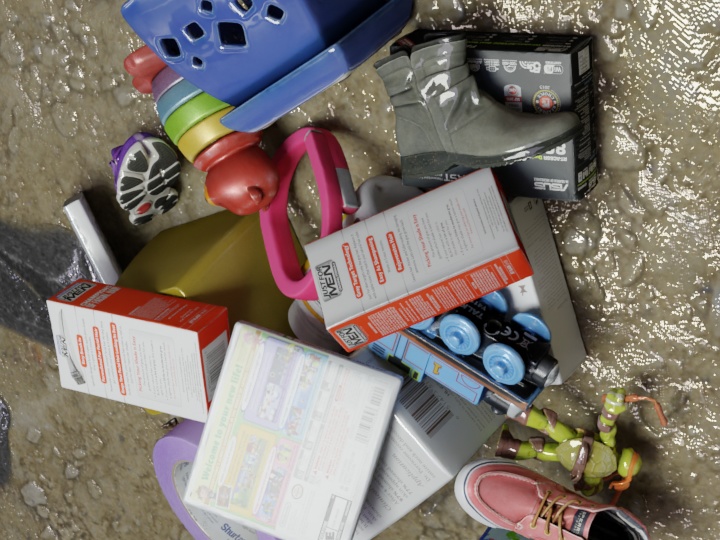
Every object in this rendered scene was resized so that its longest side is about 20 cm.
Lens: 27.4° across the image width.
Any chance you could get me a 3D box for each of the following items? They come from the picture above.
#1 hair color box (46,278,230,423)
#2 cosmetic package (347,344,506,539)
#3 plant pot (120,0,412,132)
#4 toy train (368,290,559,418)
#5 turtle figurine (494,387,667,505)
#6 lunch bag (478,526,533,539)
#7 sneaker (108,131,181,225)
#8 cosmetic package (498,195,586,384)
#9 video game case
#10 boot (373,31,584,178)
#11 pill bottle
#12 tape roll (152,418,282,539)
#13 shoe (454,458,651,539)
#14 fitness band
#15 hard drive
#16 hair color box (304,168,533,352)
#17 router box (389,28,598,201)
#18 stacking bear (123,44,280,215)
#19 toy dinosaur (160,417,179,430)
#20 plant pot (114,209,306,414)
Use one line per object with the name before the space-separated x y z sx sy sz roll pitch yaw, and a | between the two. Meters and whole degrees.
hair color box | -0.233 0.083 1.580 0.199 0.064 0.111 10 119 26
cosmetic package | 0.024 0.172 1.622 0.168 0.166 0.200 50 128 2
plant pot | -0.079 -0.260 1.457 0.200 0.200 0.180 -27 104 37
toy train | 0.105 0.073 1.489 0.200 0.087 0.115 31 136 16
turtle figurine | 0.224 0.191 1.540 0.161 0.065 0.201 16 137 8
lunch bag | 0.146 0.386 1.656 0.082 0.161 0.201 23 123 20
sneaker | -0.257 -0.113 1.669 0.084 0.080 0.200 55 164 8
cosmetic package | 0.154 0.019 1.525 0.101 0.074 0.201 -8 107 36
video game case | -0.070 0.173 1.510 0.181 0.022 0.201 19 98 9
boot | 0.105 -0.164 1.392 0.199 0.068 0.131 -7 104 33
pill bottle | 0.000 0.000 1.587 0.109 0.109 0.200 43 128 7
tape roll | -0.139 0.248 1.635 0.200 0.066 0.201 33 143 29
shoe | 0.198 0.245 1.502 0.199 0.072 0.091 25 168 -21
fitness band | -0.059 -0.062 1.563 0.144 0.037 0.201 -54 38 38
hard drive | -0.301 0.004 1.777 0.027 0.132 0.201 -27 100 -6
hair color box | 0.055 -0.010 1.423 0.199 0.061 0.102 -22 58 10
router box | 0.131 -0.155 1.458 0.199 0.062 0.151 7 118 29
stacking bear | -0.156 -0.151 1.586 0.113 0.121 0.201 -27 83 -5
toy dinosaur | -0.159 0.218 1.816 0.200 0.086 0.136 -18 110 42
plant pot | -0.173 0.057 1.681 0.199 0.176 0.201 -16 104 36
